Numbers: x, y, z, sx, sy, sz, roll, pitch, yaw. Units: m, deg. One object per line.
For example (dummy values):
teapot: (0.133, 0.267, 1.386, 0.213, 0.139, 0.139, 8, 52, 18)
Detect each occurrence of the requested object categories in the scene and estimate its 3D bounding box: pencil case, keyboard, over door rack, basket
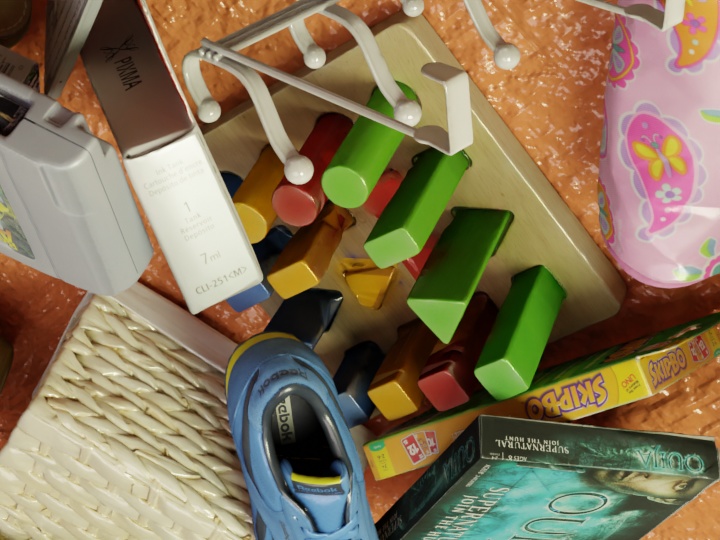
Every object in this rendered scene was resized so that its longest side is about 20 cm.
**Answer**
pencil case: (0.159, -0.088, 0.999, 0.087, 0.088, 0.201, 12, 131, 15)
keyboard: (-0.145, -0.136, 1.057, 0.011, 0.057, 0.200, -3, 171, -15)
over door rack: (0.032, -0.093, 0.957, 0.199, 0.147, 0.067, 13, 127, 50)
basket: (-0.114, 0.122, 1.258, 0.199, 0.124, 0.136, 32, 133, -3)

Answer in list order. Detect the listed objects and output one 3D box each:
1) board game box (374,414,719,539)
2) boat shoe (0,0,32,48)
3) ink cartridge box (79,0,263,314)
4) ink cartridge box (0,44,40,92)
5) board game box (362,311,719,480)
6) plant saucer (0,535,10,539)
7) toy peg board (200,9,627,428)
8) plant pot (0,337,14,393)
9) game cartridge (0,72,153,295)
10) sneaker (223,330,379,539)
board game box: (0.094, 0.130, 1.157, 0.134, 0.028, 0.200, 6, 154, -15)
boat shoe: (-0.224, -0.200, 1.082, 0.063, 0.073, 0.202, 8, 128, 54)
ink cartridge box: (-0.114, -0.099, 1.042, 0.043, 0.200, 0.175, -24, 121, -3)
ink cartridge box: (-0.233, -0.070, 1.165, 0.108, 0.051, 0.200, 25, 154, 5)
board game box: (0.104, 0.066, 1.134, 0.199, 0.095, 0.030, -24, 89, 35)
plant saucer: (-0.147, 0.228, 1.287, 0.200, 0.049, 0.200, 33, -179, -41)
toy peg board: (0.000, 0.000, 1.128, 0.198, 0.098, 0.200, -25, 112, 37)
plant pot: (-0.321, 0.066, 1.281, 0.192, 0.201, 0.201, 26, 133, -12)
game cartridge: (-0.194, -0.061, 1.017, 0.199, 0.041, 0.133, 27, 160, 21)
sneaker: (-0.025, 0.132, 1.135, 0.065, 0.078, 0.202, -19, 112, -8)
